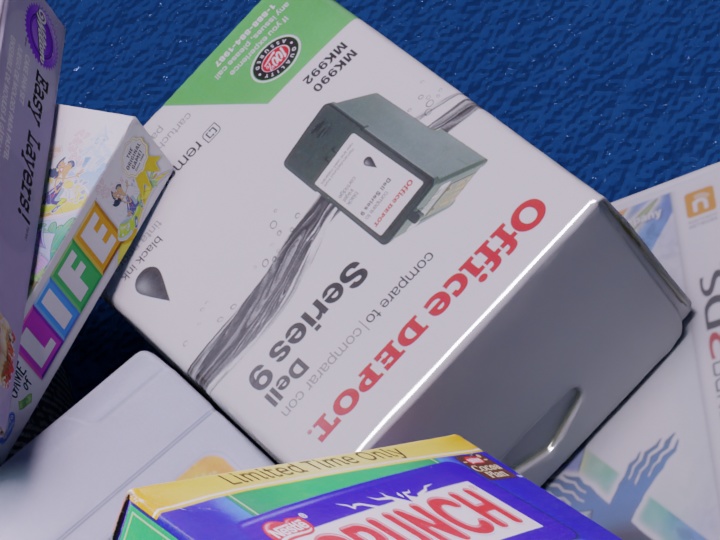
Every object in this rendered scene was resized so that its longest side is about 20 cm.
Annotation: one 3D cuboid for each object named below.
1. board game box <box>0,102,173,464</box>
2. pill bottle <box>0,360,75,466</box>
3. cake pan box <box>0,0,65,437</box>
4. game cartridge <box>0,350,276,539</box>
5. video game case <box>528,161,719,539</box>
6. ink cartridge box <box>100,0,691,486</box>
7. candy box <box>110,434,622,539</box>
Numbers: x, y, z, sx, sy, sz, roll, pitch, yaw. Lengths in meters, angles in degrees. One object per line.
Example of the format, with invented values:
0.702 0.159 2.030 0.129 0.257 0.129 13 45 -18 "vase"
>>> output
-0.184 -0.009 1.083 0.200 0.034 0.135 10 61 35 "board game box"
-0.157 0.095 1.094 0.119 0.120 0.200 -32 46 11 "pill bottle"
-0.206 -0.015 1.042 0.184 0.052 0.200 -13 50 18 "cake pan box"
-0.057 0.131 0.976 0.133 0.042 0.200 -39 66 -24 "game cartridge"
0.060 0.066 1.037 0.200 0.022 0.183 -21 50 21 "video game case"
0.000 0.000 1.051 0.146 0.084 0.200 -47 46 -4 "ink cartridge box"
0.043 0.132 0.839 0.200 0.169 0.077 30 111 31 "candy box"
